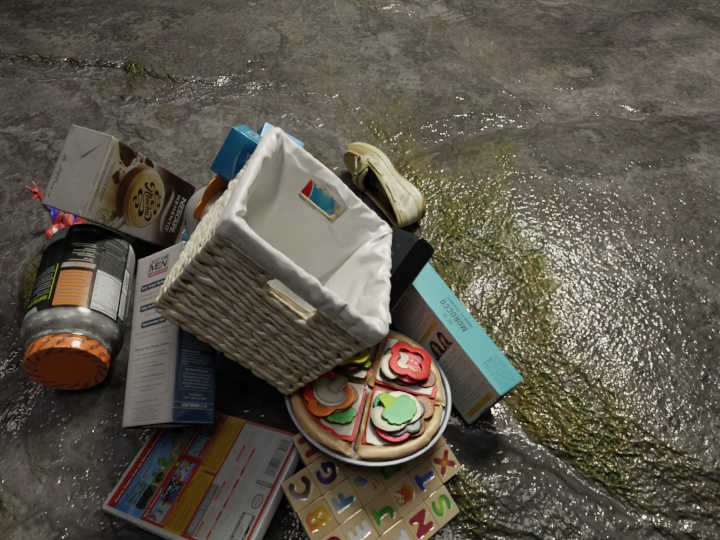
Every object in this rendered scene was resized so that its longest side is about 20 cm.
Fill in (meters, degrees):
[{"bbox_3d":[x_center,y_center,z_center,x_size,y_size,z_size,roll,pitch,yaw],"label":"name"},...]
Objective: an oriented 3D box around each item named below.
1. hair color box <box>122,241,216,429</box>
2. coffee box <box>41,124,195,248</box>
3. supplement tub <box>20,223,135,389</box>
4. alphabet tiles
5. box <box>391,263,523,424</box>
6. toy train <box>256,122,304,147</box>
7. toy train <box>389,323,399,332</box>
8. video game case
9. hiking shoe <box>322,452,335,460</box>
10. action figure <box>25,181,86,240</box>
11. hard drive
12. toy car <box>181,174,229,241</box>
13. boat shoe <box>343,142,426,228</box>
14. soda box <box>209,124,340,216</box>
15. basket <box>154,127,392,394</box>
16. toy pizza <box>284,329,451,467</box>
[{"bbox_3d":[-0.220,0.079,0.645,0.099,0.060,0.204,-15,69,34],"label":"hair color box"},{"bbox_3d":[-0.343,-0.112,0.800,0.079,0.200,0.115,17,85,16],"label":"coffee box"},{"bbox_3d":[-0.375,0.046,0.731,0.120,0.124,0.202,-6,49,-6],"label":"supplement tub"},{"bbox_3d":[0.019,0.226,0.601,0.198,0.006,0.168,-23,74,-33],"label":"alphabet tiles"},{"bbox_3d":[0.108,0.086,0.696,0.049,0.083,0.201,-21,64,-36],"label":"box"},{"bbox_3d":[-0.162,-0.135,0.847,0.086,0.199,0.116,25,64,-22],"label":"toy train"},{"bbox_3d":[0.051,0.120,0.730,0.045,0.034,0.202,-1,48,12],"label":"toy train"},{"bbox_3d":[-0.173,0.229,0.610,0.197,0.018,0.144,7,48,26],"label":"video game case"},{"bbox_3d":[-0.038,0.149,0.675,0.099,0.076,0.201,-19,51,-12],"label":"hiking shoe"},{"bbox_3d":[-0.466,-0.138,0.910,0.064,0.100,0.202,12,52,12],"label":"action figure"},{"bbox_3d":[0.000,0.000,0.721,0.140,0.033,0.200,-54,27,-3],"label":"hard drive"},{"bbox_3d":[-0.202,-0.038,0.753,0.182,0.202,0.178,20,52,17],"label":"toy car"},{"bbox_3d":[0.027,-0.148,0.936,0.063,0.074,0.201,-27,62,-28],"label":"boat shoe"},{"bbox_3d":[-0.091,-0.108,0.721,0.198,0.065,0.068,33,14,-7],"label":"soda box"},{"bbox_3d":[-0.084,-0.006,0.602,0.197,0.160,0.202,38,31,-21],"label":"basket"},{"bbox_3d":[0.010,0.130,0.632,0.196,0.032,0.202,5,40,-4],"label":"toy pizza"}]
